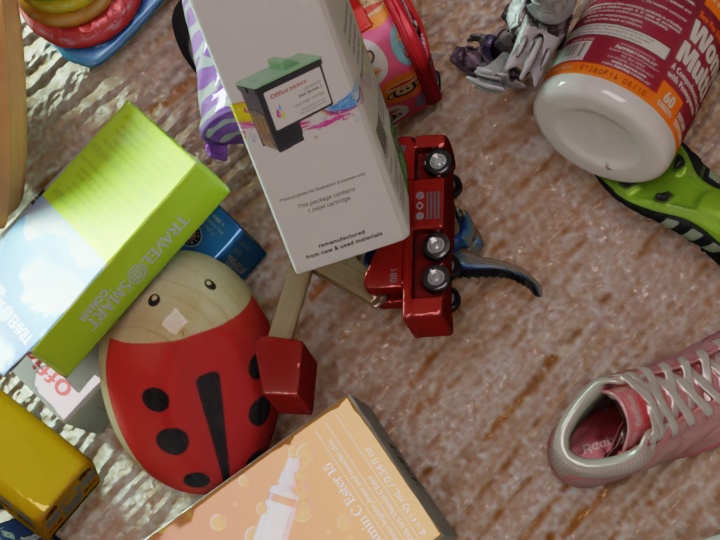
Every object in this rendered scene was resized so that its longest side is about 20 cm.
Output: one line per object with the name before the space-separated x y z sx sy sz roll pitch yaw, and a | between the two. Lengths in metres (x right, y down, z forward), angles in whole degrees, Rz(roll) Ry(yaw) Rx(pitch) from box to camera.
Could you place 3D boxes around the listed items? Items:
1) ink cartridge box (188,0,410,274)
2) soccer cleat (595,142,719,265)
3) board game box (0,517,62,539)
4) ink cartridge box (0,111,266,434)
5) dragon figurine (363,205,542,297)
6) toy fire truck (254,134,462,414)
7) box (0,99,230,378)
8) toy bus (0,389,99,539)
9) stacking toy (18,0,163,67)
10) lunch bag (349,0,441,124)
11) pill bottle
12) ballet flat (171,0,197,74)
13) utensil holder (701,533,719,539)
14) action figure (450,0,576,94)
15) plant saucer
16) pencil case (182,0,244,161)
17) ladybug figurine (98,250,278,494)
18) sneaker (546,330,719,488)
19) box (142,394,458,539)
ink cartridge box | -0.037 -0.122 1.156 0.084 0.145 0.201 -18 111 8
soccer cleat | 0.250 -0.042 1.284 0.200 0.081 0.068 34 74 34
board game box | -0.315 0.291 1.274 0.062 0.200 0.200 31 101 14
ink cartridge box | -0.196 0.004 1.339 0.146 0.084 0.200 42 88 13
dragon figurine | 0.040 -0.009 1.315 0.200 0.059 0.100 38 88 14
toy fire truck | 0.000 0.000 1.256 0.141 0.049 0.201 -3 68 12
box | -0.197 -0.017 1.248 0.200 0.048 0.122 -48 43 -2
toy bus | -0.295 0.121 1.331 0.200 0.078 0.065 35 71 13
stacking toy | -0.235 -0.243 1.331 0.110 0.200 0.116 -45 77 -1
lunch bag | -0.013 -0.213 1.300 0.082 0.176 0.200 -26 77 4
pill bottle | 0.214 -0.171 1.268 0.109 0.110 0.200 25 67 13
ballet flat | -0.083 -0.150 1.356 0.073 0.073 0.200 -39 76 1
utensil holder | 0.211 0.276 1.180 0.199 0.170 0.170 -22 77 4
action figure | 0.118 -0.180 1.259 0.069 0.200 0.130 35 84 1
plant saucer | -0.276 -0.132 1.327 0.032 0.200 0.201 -2 79 -15
pencil case | -0.101 -0.191 1.294 0.085 0.084 0.201 -25 67 29
ladybug figurine | -0.118 0.085 1.275 0.135 0.072 0.201 -20 117 -16
sneaker | 0.224 0.095 1.243 0.200 0.105 0.076 -26 75 3
box | -0.048 0.201 1.272 0.200 0.097 0.125 -36 76 2
